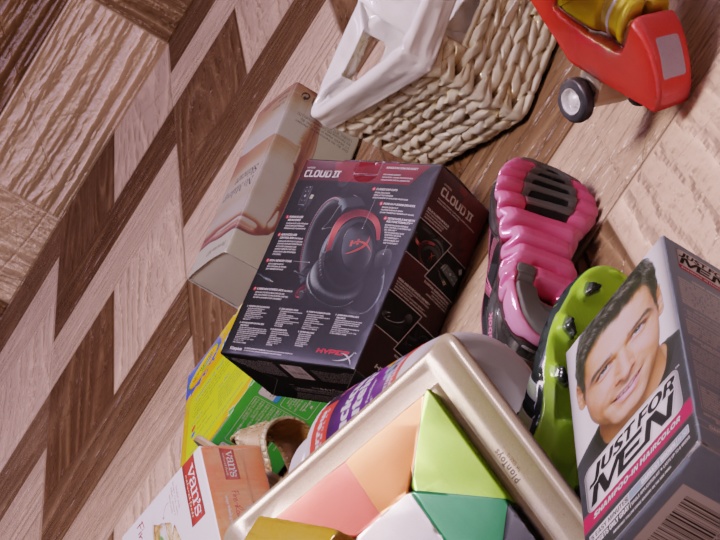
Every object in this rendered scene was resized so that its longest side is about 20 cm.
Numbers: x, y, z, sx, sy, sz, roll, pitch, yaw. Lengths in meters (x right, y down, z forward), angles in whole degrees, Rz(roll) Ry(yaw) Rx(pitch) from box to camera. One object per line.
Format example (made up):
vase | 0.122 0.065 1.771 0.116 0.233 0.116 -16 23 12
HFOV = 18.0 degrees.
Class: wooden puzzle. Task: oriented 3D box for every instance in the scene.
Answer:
wooden puzzle | 0.028 0.163 1.312 0.200 0.037 0.185 -44 60 12

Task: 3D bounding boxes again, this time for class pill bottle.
pill bottle | 0.030 0.120 1.499 0.200 0.111 0.112 -35 30 57

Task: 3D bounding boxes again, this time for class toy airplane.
toy airplane | 0.150 -0.217 1.548 0.141 0.198 0.201 122 169 -48

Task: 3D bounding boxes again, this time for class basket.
basket | 0.066 -0.177 1.876 0.200 0.123 0.136 -27 37 64

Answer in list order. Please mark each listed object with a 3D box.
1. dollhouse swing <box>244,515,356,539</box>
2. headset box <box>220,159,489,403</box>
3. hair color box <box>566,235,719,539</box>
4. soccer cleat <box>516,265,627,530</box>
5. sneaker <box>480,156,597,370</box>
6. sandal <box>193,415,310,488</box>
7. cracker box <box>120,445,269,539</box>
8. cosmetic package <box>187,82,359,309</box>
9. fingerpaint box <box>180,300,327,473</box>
dollhouse swing | 0.007 0.251 1.181 0.177 0.199 0.182 -63 16 -12
headset box | 0.000 0.000 1.767 0.148 0.075 0.201 4 63 42
hair color box | 0.167 0.080 1.238 0.099 0.060 0.200 -53 17 27
soccer cleat | 0.116 0.090 1.371 0.081 0.067 0.201 -29 38 60
sneaker | 0.110 0.004 1.544 0.201 0.078 0.096 -79 13 -51
sandal | -0.060 0.151 1.805 0.070 0.078 0.211 -48 26 -8
cracker box | -0.127 0.239 1.761 0.200 0.057 0.135 -49 47 46
cosmetic package | -0.081 -0.067 2.208 0.103 0.087 0.201 -32 32 57
fingerpaint box | -0.071 0.080 1.951 0.200 0.073 0.167 -54 18 23
